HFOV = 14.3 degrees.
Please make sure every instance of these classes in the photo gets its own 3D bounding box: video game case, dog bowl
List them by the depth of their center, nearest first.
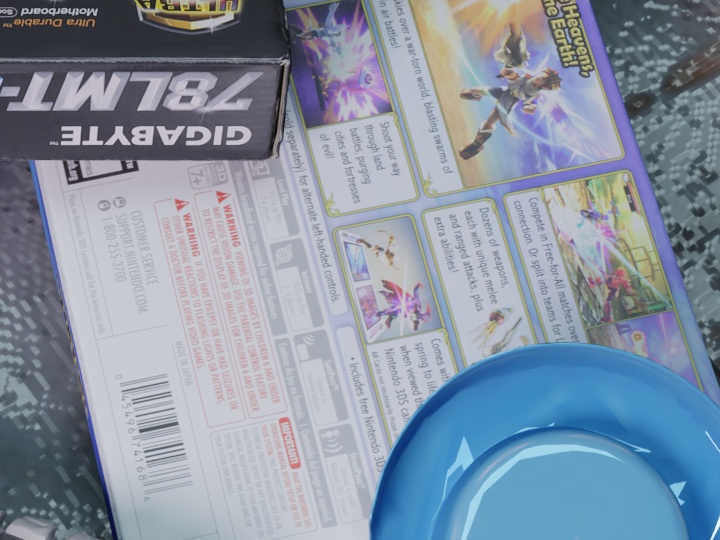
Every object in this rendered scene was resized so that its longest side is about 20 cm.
[{"bbox_3d":[0.042,0.121,0.778,0.111,0.050,0.201,16,79,-5],"label":"dog bowl"},{"bbox_3d":[0.000,0.000,0.869,0.180,0.046,0.201,-12,64,-7],"label":"video game case"}]

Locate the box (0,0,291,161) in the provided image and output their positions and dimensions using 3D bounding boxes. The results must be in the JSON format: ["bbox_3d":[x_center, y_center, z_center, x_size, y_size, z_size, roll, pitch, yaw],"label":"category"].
[{"bbox_3d":[-0.128,-0.118,0.871,0.199,0.050,0.199,-2,51,-9],"label":"box"}]

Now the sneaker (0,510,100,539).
[{"bbox_3d":[-0.128,0.116,0.777,0.199,0.078,0.112,22,47,22],"label":"sneaker"}]
